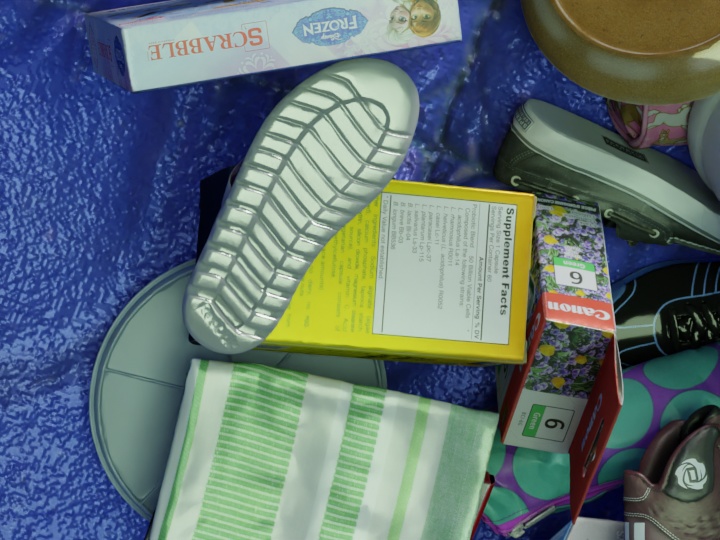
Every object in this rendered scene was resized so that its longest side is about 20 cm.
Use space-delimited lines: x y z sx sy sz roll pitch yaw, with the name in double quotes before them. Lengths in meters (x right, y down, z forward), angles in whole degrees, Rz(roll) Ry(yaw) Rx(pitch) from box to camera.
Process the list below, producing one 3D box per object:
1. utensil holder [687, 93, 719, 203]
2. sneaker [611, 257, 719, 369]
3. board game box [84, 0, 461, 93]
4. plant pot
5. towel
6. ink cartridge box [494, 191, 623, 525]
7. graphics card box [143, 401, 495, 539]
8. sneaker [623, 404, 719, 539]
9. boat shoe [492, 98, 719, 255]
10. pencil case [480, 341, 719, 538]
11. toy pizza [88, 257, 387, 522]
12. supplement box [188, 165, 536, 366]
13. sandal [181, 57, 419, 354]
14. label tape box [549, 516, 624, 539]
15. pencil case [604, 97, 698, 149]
"utensil holder" 0.320 -0.043 1.558 0.169 0.200 0.170 -11 137 -11
"sneaker" 0.250 0.026 1.674 0.199 0.078 0.070 -16 103 -10
"board game box" -0.059 -0.149 1.508 0.199 0.200 0.041 -10 100 -10
"plant pot" 0.196 -0.202 1.580 0.199 0.027 0.201 -7 66 16
"towel" -0.026 0.143 1.556 0.199 0.023 0.153 12 95 0
"ink cartridge box" 0.123 0.053 1.573 0.050 0.200 0.109 10 128 -8
"graphics card box" -0.027 0.155 1.594 0.199 0.051 0.126 22 96 0
"sneaker" 0.255 0.139 1.573 0.199 0.076 0.116 -9 92 -21
"boat shoe" 0.181 -0.050 1.657 0.199 0.069 0.057 25 113 -14
"pencil case" 0.166 0.115 1.642 0.199 0.085 0.093 -18 64 10
"toy pizza" -0.081 0.084 1.634 0.199 0.032 0.201 -2 100 -11
"supplement box" 0.000 0.000 1.565 0.199 0.109 0.109 6 86 -13
"sandal" -0.044 -0.045 1.475 0.082 0.050 0.203 36 94 -15
"label tape box" 0.152 0.216 1.648 0.199 0.144 0.064 7 65 -14
"pencil case" 0.264 -0.137 1.648 0.199 0.083 0.087 -9 138 -11
